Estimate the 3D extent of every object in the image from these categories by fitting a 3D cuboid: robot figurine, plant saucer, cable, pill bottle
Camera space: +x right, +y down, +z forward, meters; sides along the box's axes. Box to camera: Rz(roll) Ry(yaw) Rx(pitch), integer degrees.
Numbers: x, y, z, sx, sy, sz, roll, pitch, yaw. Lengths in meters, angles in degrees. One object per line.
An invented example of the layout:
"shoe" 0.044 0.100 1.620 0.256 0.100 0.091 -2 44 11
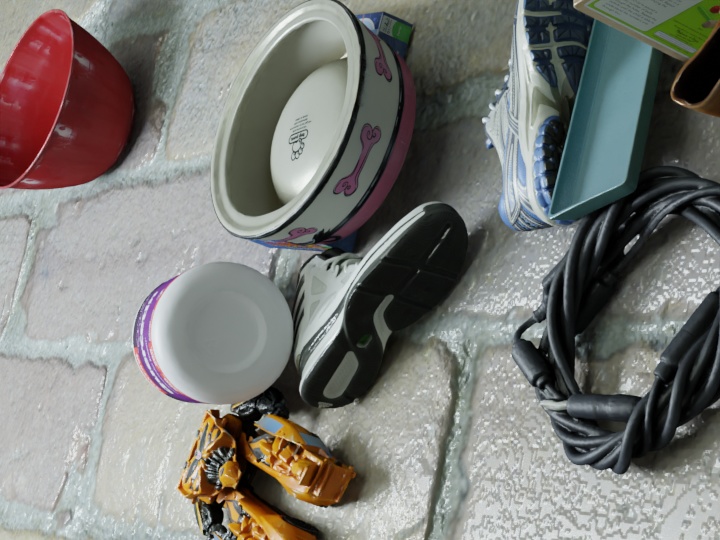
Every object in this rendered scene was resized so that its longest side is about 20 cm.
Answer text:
"robot figurine" -0.083 0.170 1.321 0.200 0.058 0.145 21 90 56
"plant saucer" 0.170 -0.119 1.091 0.070 0.019 0.200 -27 38 46
"cable" 0.174 0.029 1.027 0.200 0.051 0.163 -47 39 30
"pill bottle" -0.128 0.054 1.367 0.200 0.112 0.113 163 122 -75

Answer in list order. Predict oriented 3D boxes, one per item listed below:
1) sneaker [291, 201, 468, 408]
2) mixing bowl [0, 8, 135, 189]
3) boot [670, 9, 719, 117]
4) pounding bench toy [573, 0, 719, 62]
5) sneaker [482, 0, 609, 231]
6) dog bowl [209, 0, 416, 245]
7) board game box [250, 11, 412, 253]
"sneaker" 0.000 0.000 1.271 0.201 0.076 0.115 -53 39 29
"mixing bowl" -0.311 -0.166 1.773 0.200 0.108 0.201 -31 49 45
"boot" 0.270 -0.139 0.836 0.188 0.200 0.069 -56 36 21
"pounding bench toy" 0.189 -0.243 1.006 0.124 0.200 0.156 -26 54 47
"sneaker" 0.120 -0.119 1.160 0.085 0.077 0.200 -28 52 52
"dog bowl" -0.035 -0.110 1.310 0.200 0.074 0.201 -30 49 43
"board game box" -0.030 -0.116 1.409 0.135 0.034 0.200 4 77 56
